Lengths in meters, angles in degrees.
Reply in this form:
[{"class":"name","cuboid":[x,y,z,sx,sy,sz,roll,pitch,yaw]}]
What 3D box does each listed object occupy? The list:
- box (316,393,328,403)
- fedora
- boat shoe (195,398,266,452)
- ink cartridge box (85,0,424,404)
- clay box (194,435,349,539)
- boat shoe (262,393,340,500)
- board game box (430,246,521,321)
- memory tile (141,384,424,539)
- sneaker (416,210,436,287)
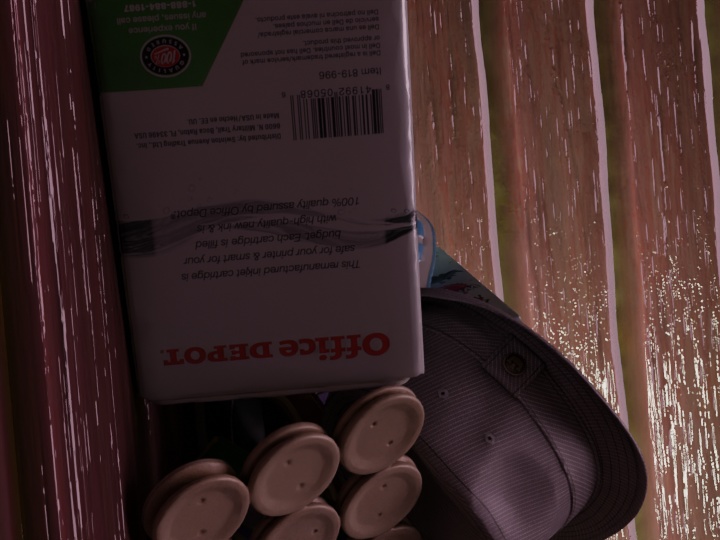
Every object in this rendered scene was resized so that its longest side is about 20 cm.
[{"class":"box","cuboid":[0.026,0.197,1.002,0.176,0.096,0.201,88,-20,-68]},{"class":"fedora","cuboid":[0.053,0.107,0.751,0.200,0.090,0.177,47,-39,-1]},{"class":"boat shoe","cuboid":[-0.061,0.065,0.920,0.073,0.062,0.201,59,28,-33]},{"class":"ink cartridge box","cuboid":[-0.047,-0.045,0.655,0.083,0.146,0.201,-100,-174,-70]},{"class":"clay box","cuboid":[-0.047,0.196,0.833,0.048,0.114,0.201,-50,154,-32]},{"class":"boat shoe","cuboid":[0.006,0.155,0.855,0.201,0.067,0.072,59,-24,-9]},{"class":"board game box","cuboid":[0.075,0.081,0.951,0.200,0.064,0.148,-135,-155,-72]},{"class":"memory tile","cuboid":[-0.034,0.151,0.682,0.017,0.153,0.201,46,-31,40]},{"class":"sneaker","cuboid":[0.000,0.000,0.915,0.077,0.081,0.200,-51,-163,26]}]
